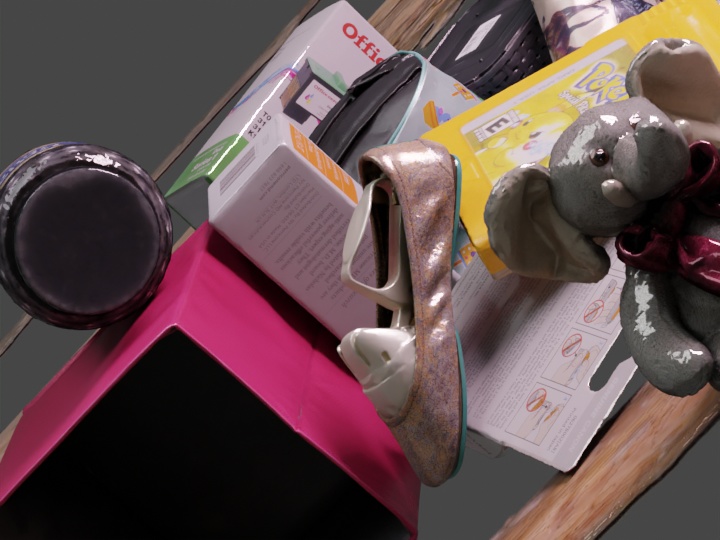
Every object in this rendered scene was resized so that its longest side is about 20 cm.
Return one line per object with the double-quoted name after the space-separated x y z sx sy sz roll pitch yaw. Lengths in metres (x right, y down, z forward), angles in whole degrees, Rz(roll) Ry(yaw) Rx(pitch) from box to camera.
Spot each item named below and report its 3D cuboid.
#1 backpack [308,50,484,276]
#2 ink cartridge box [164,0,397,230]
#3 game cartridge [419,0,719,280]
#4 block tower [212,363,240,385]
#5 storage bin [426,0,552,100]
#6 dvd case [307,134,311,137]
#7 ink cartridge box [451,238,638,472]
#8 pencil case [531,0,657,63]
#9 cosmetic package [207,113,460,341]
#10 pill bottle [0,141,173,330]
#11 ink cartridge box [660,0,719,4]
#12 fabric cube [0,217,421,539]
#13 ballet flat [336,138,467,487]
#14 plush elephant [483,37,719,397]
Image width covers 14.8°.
0.022 -0.042 1.879 0.201 0.153 0.176 -67 15 -7 "backpack"
-0.031 -0.085 2.131 0.200 0.145 0.084 -54 14 -28 "ink cartridge box"
0.141 -0.087 1.635 0.199 0.033 0.176 -31 26 4 "game cartridge"
-0.088 0.094 1.861 0.058 0.054 0.200 -58 -20 -34 "block tower"
0.117 -0.140 2.002 0.135 0.094 0.200 -54 14 -21 "storage bin"
-0.087 -0.005 1.985 0.200 0.022 0.146 -59 -12 24 "dvd case"
0.118 0.036 1.582 0.161 0.050 0.200 -57 33 -8 "ink cartridge box"
0.155 -0.198 1.857 0.078 0.089 0.201 98 160 -53 "pencil case"
0.000 0.000 1.728 0.071 0.200 0.101 -46 13 8 "cosmetic package"
-0.172 -0.022 1.687 0.112 0.112 0.200 -50 9 -4 "pill bottle"
0.250 -0.203 1.867 0.095 0.037 0.200 -48 15 8 "ink cartridge box"
-0.092 0.124 1.685 0.196 0.200 0.199 -46 10 16 "fabric cube"
0.020 0.023 1.579 0.068 0.067 0.201 -27 61 60 "ballet flat"
0.160 -0.030 1.361 0.165 0.155 0.200 -52 13 -14 "plush elephant"
